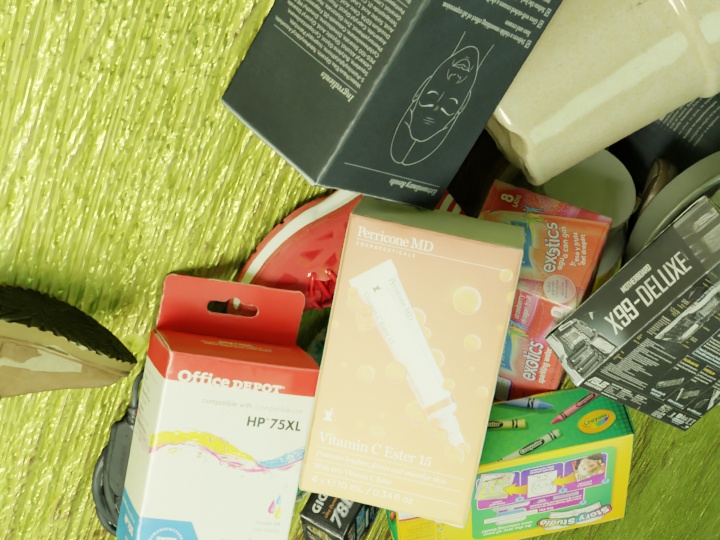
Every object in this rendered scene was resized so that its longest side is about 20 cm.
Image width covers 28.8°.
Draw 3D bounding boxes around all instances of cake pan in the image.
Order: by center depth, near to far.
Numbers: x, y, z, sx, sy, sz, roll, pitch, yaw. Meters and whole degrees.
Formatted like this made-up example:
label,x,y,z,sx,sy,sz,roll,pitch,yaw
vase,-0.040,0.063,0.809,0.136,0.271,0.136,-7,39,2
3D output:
label,x,y,z,sx,sy,sz,roll,pitch,yaw
cake pan,0.300,-0.027,1.137,0.197,0.037,0.202,-14,138,-13

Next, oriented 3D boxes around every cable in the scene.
label,x,y,z,sx,sy,sz,roll,pitch,yaw
cable,-0.140,0.136,1.123,0.162,0.051,0.202,-27,142,-41

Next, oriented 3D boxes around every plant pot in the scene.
label,x,y,z,sx,sy,sz,roll,pitch,yaw
plant pot,0.165,-0.170,1.045,0.182,0.201,0.201,-35,150,1

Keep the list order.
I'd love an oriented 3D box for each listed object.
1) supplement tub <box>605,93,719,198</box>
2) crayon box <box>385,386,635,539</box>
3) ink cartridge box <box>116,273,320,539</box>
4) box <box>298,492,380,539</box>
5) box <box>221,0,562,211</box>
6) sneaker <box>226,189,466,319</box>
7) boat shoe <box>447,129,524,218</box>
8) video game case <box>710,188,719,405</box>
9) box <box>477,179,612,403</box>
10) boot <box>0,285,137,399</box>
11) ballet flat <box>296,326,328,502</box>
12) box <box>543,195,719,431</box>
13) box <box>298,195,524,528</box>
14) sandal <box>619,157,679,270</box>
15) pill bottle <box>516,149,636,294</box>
label,x,y,z,sx,sy,sz,roll,pitch,yaw
supplement tub,0.298,-0.116,1.247,0.140,0.200,0.141,-32,147,-24
crayon box,0.117,0.164,1.132,0.197,0.059,0.120,-11,138,-4
ink cartridge box,-0.100,0.113,1.012,0.115,0.067,0.203,8,99,-20
box,0.014,0.159,1.245,0.200,0.049,0.200,-59,169,-17
box,0.028,-0.157,0.934,0.148,0.107,0.201,8,118,-56
sneaker,0.000,0.000,1.065,0.200,0.115,0.079,-43,156,-10
boat shoe,0.089,-0.065,1.160,0.200,0.071,0.065,-44,150,-10
video game case,0.298,0.028,1.148,0.198,0.024,0.183,17,123,-38
box,0.128,0.035,1.134,0.201,0.101,0.095,92,21,-55
boot,-0.261,0.105,0.904,0.174,0.066,0.201,24,104,-47
ballet flat,-0.050,0.127,1.152,0.201,0.071,0.072,-55,160,-38
box,0.252,0.040,1.059,0.158,0.050,0.199,-44,144,18
box,0.038,0.061,1.000,0.098,0.123,0.203,-58,159,-78
sandal,0.256,-0.026,1.202,0.201,0.054,0.083,92,14,-59
pill bottle,0.165,-0.020,1.226,0.112,0.113,0.201,-31,162,-28
